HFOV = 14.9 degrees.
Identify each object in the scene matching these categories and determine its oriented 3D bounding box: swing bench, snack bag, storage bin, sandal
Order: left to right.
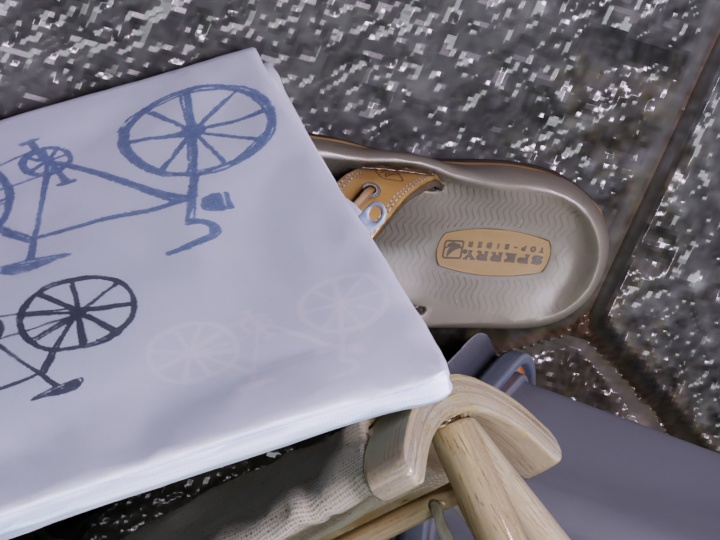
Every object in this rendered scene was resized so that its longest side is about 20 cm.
[{"bbox_3d":[-0.083,0.009,0.839,0.188,0.200,0.022,-18,129,-13],"label":"snack bag"},{"bbox_3d":[-0.010,0.150,0.872,0.198,0.130,0.201,-27,102,21],"label":"swing bench"},{"bbox_3d":[0.000,0.000,0.951,0.199,0.055,0.082,4,115,-22],"label":"sandal"},{"bbox_3d":[0.080,0.140,0.985,0.134,0.146,0.201,15,114,17],"label":"storage bin"}]

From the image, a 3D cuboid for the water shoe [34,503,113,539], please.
[{"bbox_3d":[-0.173,0.051,0.889,0.199,0.079,0.072,0,144,-21],"label":"water shoe"}]
